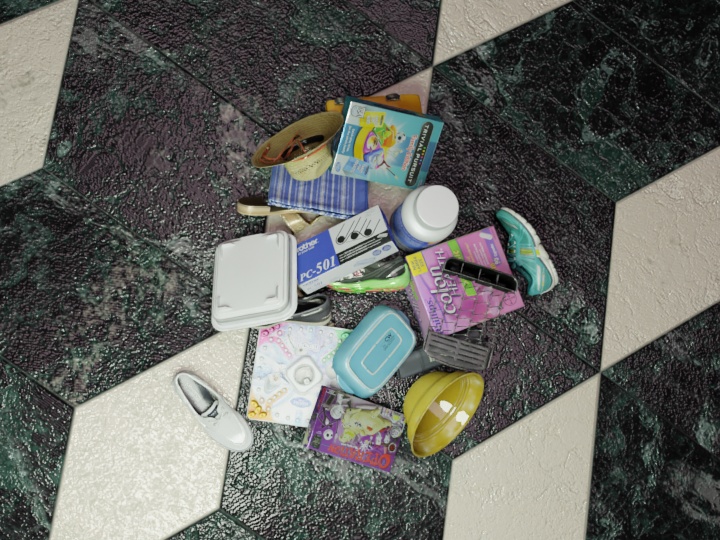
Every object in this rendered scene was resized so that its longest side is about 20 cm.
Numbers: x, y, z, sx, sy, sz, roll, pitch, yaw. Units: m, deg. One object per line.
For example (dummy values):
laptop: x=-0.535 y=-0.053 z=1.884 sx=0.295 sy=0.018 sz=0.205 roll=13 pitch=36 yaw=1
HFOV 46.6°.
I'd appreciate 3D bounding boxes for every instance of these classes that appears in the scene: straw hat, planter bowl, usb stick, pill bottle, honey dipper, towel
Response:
straw hat: x=-0.107 y=-0.225 z=1.648 sx=0.201 sy=0.201 sz=0.085 roll=-35 pitch=120 yaw=-13
planter bowl: x=0.144 y=0.260 z=1.635 sx=0.200 sy=0.200 sz=0.083 roll=-43 pitch=55 yaw=-13
usb stick: x=0.158 y=0.167 z=1.697 sx=0.200 sy=0.033 sz=0.056 roll=-18 pitch=96 yaw=-13
pill bottle: x=0.128 y=-0.104 z=1.648 sx=0.112 sy=0.200 sz=0.112 roll=1 pitch=82 yaw=-9
honey dipper: x=-0.102 y=0.071 z=1.664 sx=0.038 sy=0.038 sz=0.200 roll=-38 pitch=91 yaw=-13
towel: x=-0.082 y=-0.167 z=1.676 sx=0.200 sy=0.024 sz=0.145 roll=10 pitch=46 yaw=-8

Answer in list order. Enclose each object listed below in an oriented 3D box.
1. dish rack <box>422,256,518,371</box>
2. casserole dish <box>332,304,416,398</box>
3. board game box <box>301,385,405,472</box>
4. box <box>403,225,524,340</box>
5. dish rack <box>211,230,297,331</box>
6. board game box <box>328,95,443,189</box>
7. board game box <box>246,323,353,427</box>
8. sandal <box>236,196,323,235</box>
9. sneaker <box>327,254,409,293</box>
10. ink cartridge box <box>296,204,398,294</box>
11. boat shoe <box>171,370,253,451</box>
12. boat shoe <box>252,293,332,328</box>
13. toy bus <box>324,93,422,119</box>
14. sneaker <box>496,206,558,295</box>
dish rack: x=0.206 y=0.089 z=1.610 sx=0.153 sy=0.055 sz=0.200 roll=17 pitch=79 yaw=-7
casserole dish: x=0.034 y=0.156 z=1.619 sx=0.121 sy=0.039 sz=0.200 roll=49 pitch=66 yaw=-16
board game box: x=-0.008 y=0.307 z=1.612 sx=0.200 sy=0.032 sz=0.120 roll=24 pitch=83 yaw=-30
box: x=0.200 y=0.028 z=1.694 sx=0.200 sy=0.097 sz=0.176 roll=-19 pitch=85 yaw=-11
dish rack: x=-0.208 y=0.011 z=1.591 sx=0.171 sy=0.044 sz=0.200 roll=-11 pitch=55 yaw=12
board game box: x=0.049 y=-0.253 z=1.681 sx=0.200 sy=0.047 sz=0.151 roll=9 pitch=114 yaw=-18
board game box: x=-0.110 y=0.204 z=1.628 sx=0.200 sy=0.026 sz=0.200 roll=8 pitch=88 yaw=-2
sandal: x=-0.144 y=-0.105 z=1.678 sx=0.211 sy=0.078 sz=0.070 roll=0 pitch=116 yaw=-19
sneaker: x=0.000 y=0.000 z=1.658 sx=0.200 sy=0.077 sz=0.084 roll=0 pitch=78 yaw=12
ink cartridge box: x=-0.035 y=-0.040 z=1.619 sx=0.200 sy=0.044 sz=0.094 roll=-26 pitch=55 yaw=10
boat shoe: x=-0.284 y=0.271 z=1.589 sx=0.200 sy=0.065 sz=0.074 roll=41 pitch=77 yaw=-2
boat shoe: x=-0.154 y=0.067 z=1.605 sx=0.200 sy=0.063 sz=0.073 roll=1 pitch=54 yaw=-6
toy bus: x=0.027 y=-0.320 z=1.725 sx=0.200 sy=0.078 sz=0.065 roll=-7 pitch=84 yaw=-11
sneaker: x=0.338 y=-0.041 z=1.743 sx=0.080 sy=0.078 sz=0.200 roll=-30 pitch=88 yaw=-4
